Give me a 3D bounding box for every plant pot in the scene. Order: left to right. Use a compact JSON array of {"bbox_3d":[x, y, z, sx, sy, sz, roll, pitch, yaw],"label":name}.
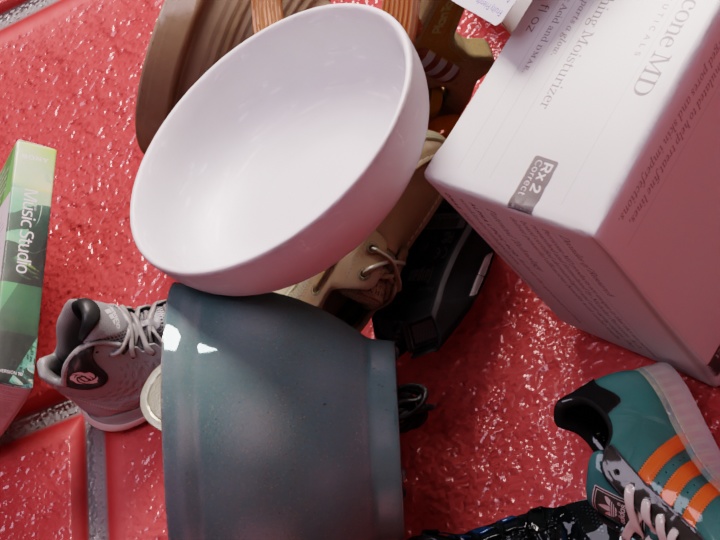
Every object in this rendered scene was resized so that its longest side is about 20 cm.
[{"bbox_3d":[-0.075,-0.157,1.406,0.093,0.201,0.201,22,77,9],"label":"plant pot"},{"bbox_3d":[-0.040,0.104,1.171,0.134,0.200,0.201,-2,60,1],"label":"plant pot"}]

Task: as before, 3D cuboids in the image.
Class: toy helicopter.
[{"bbox_3d":[0.032,-0.152,1.300,0.200,0.132,0.079,115,147,-46],"label":"toy helicopter"}]

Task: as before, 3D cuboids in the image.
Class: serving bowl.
[{"bbox_3d":[-0.038,-0.061,1.158,0.200,0.066,0.200,-25,41,24],"label":"serving bowl"}]

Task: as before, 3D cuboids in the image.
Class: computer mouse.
[{"bbox_3d":[0.029,0.023,1.315,0.140,0.046,0.200,-8,58,49],"label":"computer mouse"}]

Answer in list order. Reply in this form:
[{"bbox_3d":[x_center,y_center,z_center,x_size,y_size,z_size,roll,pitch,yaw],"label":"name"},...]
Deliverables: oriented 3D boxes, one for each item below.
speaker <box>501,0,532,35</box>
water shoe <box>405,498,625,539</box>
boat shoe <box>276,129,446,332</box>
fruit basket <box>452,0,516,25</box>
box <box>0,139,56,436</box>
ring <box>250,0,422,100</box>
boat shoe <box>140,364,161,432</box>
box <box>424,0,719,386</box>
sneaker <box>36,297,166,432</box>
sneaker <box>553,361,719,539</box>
[{"bbox_3d":[0.129,-0.187,1.332,0.081,0.081,0.200,-41,49,9],"label":"speaker"},{"bbox_3d":[0.068,0.186,1.170,0.200,0.079,0.072,-28,53,19],"label":"water shoe"},{"bbox_3d":[0.000,0.000,1.272,0.200,0.072,0.065,-50,49,8],"label":"boat shoe"},{"bbox_3d":[0.090,-0.255,1.161,0.200,0.094,0.185,-52,31,5],"label":"fruit basket"},{"bbox_3d":[-0.268,0.024,1.467,0.144,0.036,0.200,134,142,-54],"label":"box"},{"bbox_3d":[-0.014,-0.180,1.246,0.200,0.019,0.201,6,97,58],"label":"ring"},{"bbox_3d":[-0.054,0.125,1.299,0.200,0.068,0.072,30,75,25],"label":"boat shoe"},{"bbox_3d":[0.174,-0.073,1.158,0.131,0.200,0.199,22,76,40],"label":"box"},{"bbox_3d":[-0.138,0.042,1.364,0.200,0.115,0.075,-31,52,17],"label":"sneaker"},{"bbox_3d":[0.173,0.137,1.116,0.080,0.071,0.200,-12,43,-13],"label":"sneaker"}]
